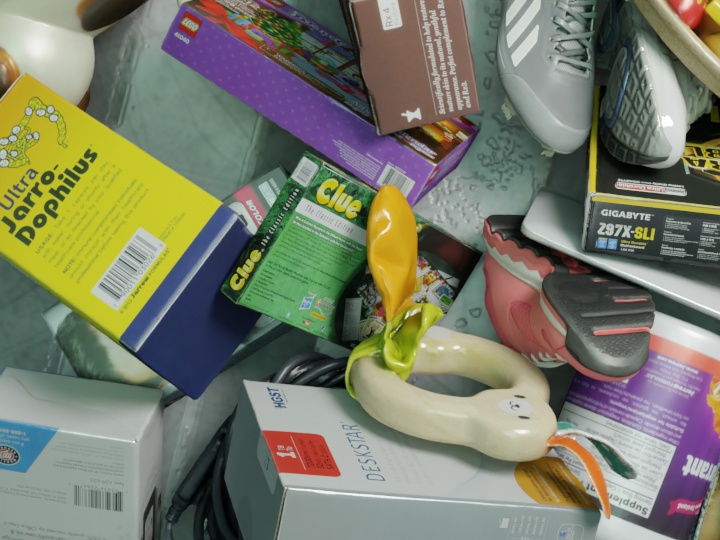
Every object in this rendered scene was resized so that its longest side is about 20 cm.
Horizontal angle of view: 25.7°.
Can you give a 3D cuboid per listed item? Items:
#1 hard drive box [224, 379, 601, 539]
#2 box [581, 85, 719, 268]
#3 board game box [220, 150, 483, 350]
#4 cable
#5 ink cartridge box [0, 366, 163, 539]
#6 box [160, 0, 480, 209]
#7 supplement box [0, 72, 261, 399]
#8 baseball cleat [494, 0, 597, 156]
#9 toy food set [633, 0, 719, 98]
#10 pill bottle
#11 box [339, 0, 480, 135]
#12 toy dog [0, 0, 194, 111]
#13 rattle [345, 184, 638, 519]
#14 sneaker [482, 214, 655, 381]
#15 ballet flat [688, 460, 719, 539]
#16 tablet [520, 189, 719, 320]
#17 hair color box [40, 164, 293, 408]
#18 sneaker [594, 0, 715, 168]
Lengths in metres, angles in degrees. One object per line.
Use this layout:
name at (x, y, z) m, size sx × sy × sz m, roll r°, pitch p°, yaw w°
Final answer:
hard drive box at (0.027, 0.142, 0.995) m, size 0.200 × 0.156 × 0.077 m, roll 6°, pitch 109°, yaw -17°
box at (0.249, -0.059, 1.048) m, size 0.200 × 0.160 × 0.049 m, roll 7°, pitch 121°, yaw 6°
board game box at (0.000, 0.000, 1.050) m, size 0.023 × 0.200 × 0.105 m, roll 38°, pitch 97°, yaw 37°
cable at (-0.029, 0.149, 1.089) m, size 0.163 × 0.051 × 0.200 m, roll 34°, pitch 98°, yaw -9°
ink cartridge box at (-0.201, 0.173, 1.091) m, size 0.116 × 0.067 × 0.200 m, roll 8°, pitch 119°, yaw 5°
box at (-0.023, -0.124, 1.082) m, size 0.200 × 0.137 × 0.039 m, roll 33°, pitch 112°, yaw 5°
supplement box at (-0.166, -0.023, 1.043) m, size 0.200 × 0.109 × 0.110 m, roll 33°, pitch 82°, yaw 24°
baseball cleat at (0.135, -0.180, 1.063) m, size 0.070 × 0.106 × 0.200 m, roll 10°, pitch 56°, yaw -30°
toy food set at (0.248, -0.164, 1.040) m, size 0.198 × 0.200 × 0.049 m, roll 44°, pitch 117°, yaw -2°
pill bottle at (0.180, 0.130, 1.064) m, size 0.111 × 0.111 × 0.200 m, roll 22°, pitch 89°, yaw 6°
box at (0.021, -0.187, 1.043) m, size 0.075 × 0.200 × 0.100 m, roll -12°, pitch 127°, yaw 1°
toy dog at (-0.205, -0.196, 1.109) m, size 0.194 × 0.140 × 0.200 m, roll 37°, pitch 103°, yaw 13°
rattle at (0.090, 0.047, 0.974) m, size 0.200 × 0.130 × 0.143 m, roll 25°, pitch 101°, yaw 43°
sneaker at (0.134, 0.035, 1.046) m, size 0.074 × 0.200 × 0.087 m, roll 1°, pitch 115°, yaw -17°
ballet flat at (0.254, 0.185, 1.076) m, size 0.074 × 0.074 × 0.200 m, roll 10°, pitch 88°, yaw 5°
tablet at (0.207, -0.004, 1.063) m, size 0.200 × 0.130 × 0.014 m, roll 24°, pitch 107°, yaw 6°
hair color box at (-0.112, 0.021, 1.120) m, size 0.200 × 0.061 × 0.099 m, roll -32°, pitch 84°, yaw 3°
sneaker at (0.206, -0.131, 1.049) m, size 0.087 × 0.200 × 0.075 m, roll 16°, pitch 127°, yaw -4°
